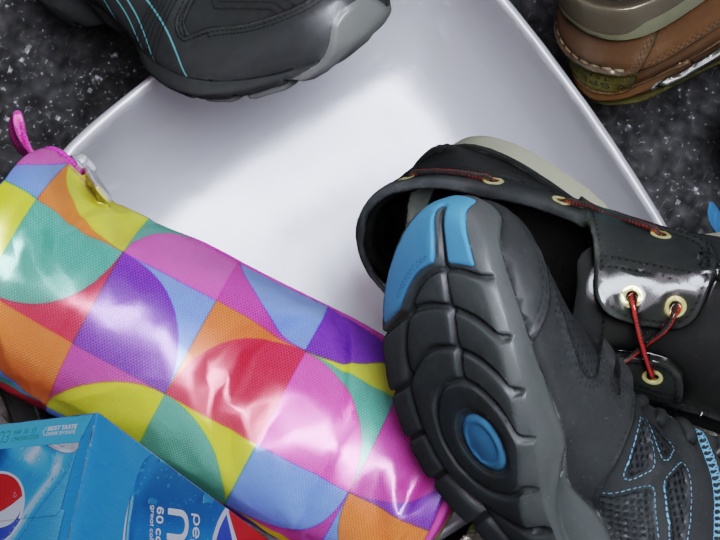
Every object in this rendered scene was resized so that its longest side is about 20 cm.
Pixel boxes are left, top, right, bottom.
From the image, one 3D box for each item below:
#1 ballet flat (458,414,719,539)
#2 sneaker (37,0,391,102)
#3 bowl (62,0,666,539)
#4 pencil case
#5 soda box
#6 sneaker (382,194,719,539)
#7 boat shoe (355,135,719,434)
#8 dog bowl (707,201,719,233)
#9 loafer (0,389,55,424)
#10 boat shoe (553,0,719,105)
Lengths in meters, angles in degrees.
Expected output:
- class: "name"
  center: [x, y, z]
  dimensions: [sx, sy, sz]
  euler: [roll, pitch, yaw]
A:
- class: "ballet flat"
  center: [0.087, 0.092, 0.845]
  dimensions: [0.200, 0.064, 0.076]
  euler: [-41, 85, -7]
- class: "sneaker"
  center: [-0.071, -0.118, 0.866]
  dimensions: [0.075, 0.200, 0.080]
  euler: [-41, 130, -25]
- class: "bowl"
  center: [0.000, 0.000, 0.912]
  dimensions: [0.200, 0.075, 0.200]
  euler: [-34, 85, -9]
- class: "pencil case"
  center: [-0.053, 0.030, 0.827]
  dimensions: [0.199, 0.088, 0.089]
  euler: [30, 80, -1]
- class: "soda box"
  center: [-0.061, 0.122, 0.824]
  dimensions: [0.068, 0.200, 0.064]
  euler: [-10, 56, 32]
- class: "sneaker"
  center: [0.070, 0.059, 0.775]
  dimensions: [0.082, 0.073, 0.201]
  euler: [-32, 113, -26]
- class: "boat shoe"
  center: [0.090, 0.015, 0.807]
  dimensions: [0.201, 0.063, 0.074]
  euler: [25, 121, 26]
- class: "dog bowl"
  center: [0.188, -0.028, 0.880]
  dimensions: [0.111, 0.200, 0.050]
  euler: [-11, 111, 16]
- class: "loafer"
  center: [-0.120, 0.085, 0.900]
  dimensions: [0.071, 0.073, 0.201]
  euler: [-23, 84, 23]
- class: "boat shoe"
  center: [0.157, -0.130, 0.906]
  dimensions: [0.199, 0.068, 0.072]
  euler: [-27, 53, -10]
